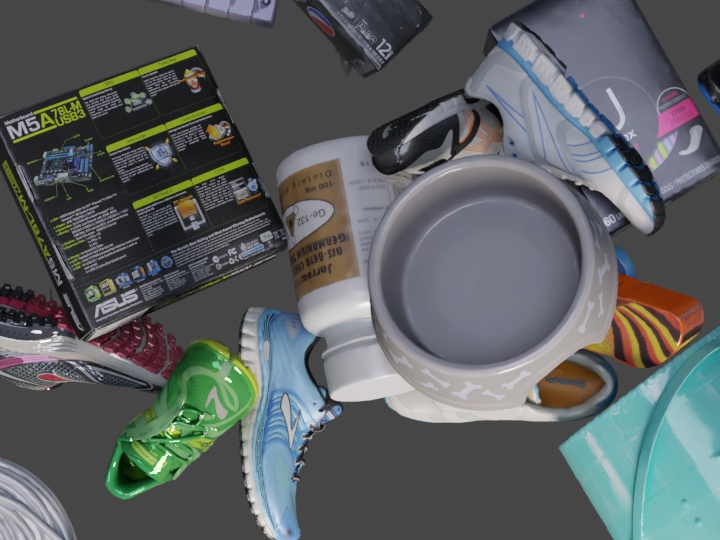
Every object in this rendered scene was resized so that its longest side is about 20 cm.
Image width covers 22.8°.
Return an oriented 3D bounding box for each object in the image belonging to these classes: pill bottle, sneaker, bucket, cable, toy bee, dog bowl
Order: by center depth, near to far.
[{"bbox_3d":[0.095,0.003,1.362,0.198,0.059,0.202,-5,71,13],"label":"dog bowl"},{"bbox_3d":[0.161,-0.098,1.425,0.087,0.075,0.200,-42,82,15],"label":"sneaker"},{"bbox_3d":[0.179,0.030,1.431,0.130,0.200,0.109,-11,128,-28],"label":"toy bee"},{"bbox_3d":[0.268,0.144,1.440,0.207,0.207,0.135,-37,82,-2],"label":"bucket"},{"bbox_3d":[-0.147,0.129,1.448,0.074,0.200,0.084,36,43,-5],"label":"sneaker"},{"bbox_3d":[0.074,-0.103,1.468,0.073,0.200,0.081,-17,96,33],"label":"sneaker"},{"bbox_3d":[0.000,0.000,1.476,0.113,0.114,0.202,-10,76,-1],"label":"pill bottle"},{"bbox_3d":[-0.333,0.251,1.496,0.199,0.069,0.201,-35,85,-2],"label":"cable"},{"bbox_3d":[0.117,0.091,1.500,0.198,0.081,0.077,-3,87,2],"label":"sneaker"},{"bbox_3d":[-0.058,0.131,1.501,0.089,0.078,0.202,-1,86,-3],"label":"sneaker"},{"bbox_3d":[-0.243,0.070,1.513,0.198,0.081,0.075,14,116,0],"label":"sneaker"}]

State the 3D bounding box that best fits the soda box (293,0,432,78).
[{"bbox_3d":[-0.033,-0.261,1.513,0.071,0.063,0.200,-45,99,-11],"label":"soda box"}]

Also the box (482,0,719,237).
[{"bbox_3d":[0.203,-0.139,1.504,0.122,0.106,0.201,-30,86,-1],"label":"box"}]

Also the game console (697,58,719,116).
[{"bbox_3d":[0.398,-0.130,1.502,0.118,0.171,0.200,-41,86,24],"label":"game console"}]

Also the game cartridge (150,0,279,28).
[{"bbox_3d":[-0.116,-0.323,1.557,0.128,0.038,0.202,12,86,-3],"label":"game cartridge"}]

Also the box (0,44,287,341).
[{"bbox_3d":[-0.184,-0.067,1.494,0.199,0.047,0.194,-25,84,-27],"label":"box"}]
